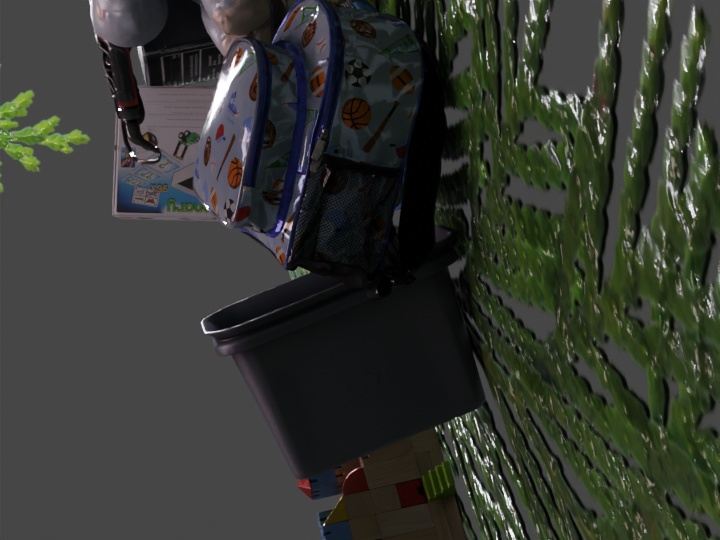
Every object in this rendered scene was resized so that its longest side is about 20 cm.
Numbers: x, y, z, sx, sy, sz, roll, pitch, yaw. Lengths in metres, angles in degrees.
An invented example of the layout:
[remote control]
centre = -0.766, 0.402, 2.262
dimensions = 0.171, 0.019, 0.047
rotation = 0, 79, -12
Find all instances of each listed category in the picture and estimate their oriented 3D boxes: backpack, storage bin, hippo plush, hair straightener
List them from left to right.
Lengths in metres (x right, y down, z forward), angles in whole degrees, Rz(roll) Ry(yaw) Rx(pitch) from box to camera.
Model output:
[hair straightener]
centre = -0.207, -0.181, 1.630
dimensions = 0.077, 0.041, 0.200
rotation = 101, 153, -71
[hippo plush]
centre = -0.155, -0.262, 1.532
dimensions = 0.159, 0.160, 0.200
rotation = -111, 20, -87
[backpack]
centre = -0.031, -0.101, 1.322
dimensions = 0.200, 0.154, 0.191
rotation = 36, 107, 62
[storage bin]
centre = -0.006, 0.065, 1.412
dimensions = 0.146, 0.200, 0.135
rotation = -145, 34, -81

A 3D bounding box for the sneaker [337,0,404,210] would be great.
[sneaker]
centre = -0.001, -0.124, 1.449
dimensions = 0.071, 0.083, 0.200
rotation = -109, 11, -49

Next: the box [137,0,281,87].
[box]
centre = -0.115, -0.255, 1.715
dimensions = 0.200, 0.198, 0.123
rotation = 143, 114, -83

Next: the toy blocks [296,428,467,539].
[toy blocks]
centre = 0.021, 0.234, 1.698
dimensions = 0.100, 0.136, 0.200
rotation = 88, 168, -58

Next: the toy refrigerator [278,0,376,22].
[toy refrigerator]
centre = -0.025, -0.189, 1.586
dimensions = 0.200, 0.076, 0.070
rotation = 85, 171, -47

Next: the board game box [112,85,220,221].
[board game box]
centre = -0.133, -0.110, 1.745
dimensions = 0.035, 0.200, 0.127
rotation = 22, -110, -81
